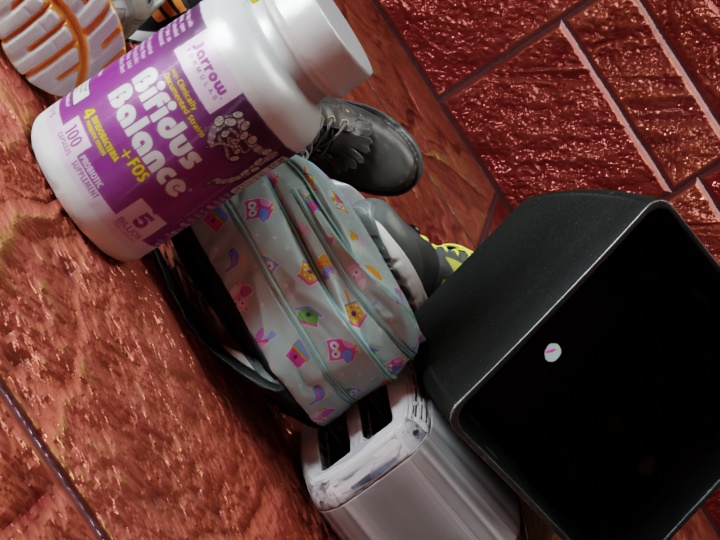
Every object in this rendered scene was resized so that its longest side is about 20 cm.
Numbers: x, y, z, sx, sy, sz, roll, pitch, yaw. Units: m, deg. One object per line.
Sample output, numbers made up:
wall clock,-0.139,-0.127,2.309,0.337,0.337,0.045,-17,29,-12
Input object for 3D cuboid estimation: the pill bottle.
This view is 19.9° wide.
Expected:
pill bottle,-0.096,-0.102,1.281,0.112,0.200,0.112,54,10,-15

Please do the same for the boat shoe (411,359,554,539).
boat shoe,0.074,0.132,1.540,0.200,0.073,0.063,51,5,-13

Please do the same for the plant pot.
plant pot,0.147,0.059,1.413,0.200,0.200,0.177,46,-4,-30

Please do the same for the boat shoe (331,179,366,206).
boat shoe,0.000,0.000,1.557,0.068,0.072,0.200,23,-19,51

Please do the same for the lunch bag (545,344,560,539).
lunch bag,0.156,0.142,1.828,0.122,0.170,0.200,57,7,-34

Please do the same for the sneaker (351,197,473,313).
sneaker,0.048,0.006,1.515,0.074,0.085,0.200,16,-29,41

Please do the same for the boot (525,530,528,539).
boot,0.114,0.281,1.471,0.151,0.073,0.201,62,17,-53

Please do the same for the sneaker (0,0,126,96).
sneaker,-0.222,-0.196,1.334,0.200,0.078,0.077,52,7,-26

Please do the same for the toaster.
toaster,0.032,0.148,1.398,0.129,0.114,0.200,50,10,-17

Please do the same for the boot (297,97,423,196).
boot,-0.045,-0.103,1.583,0.200,0.069,0.174,29,13,-3

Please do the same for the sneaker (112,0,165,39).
sneaker,-0.192,-0.203,1.466,0.075,0.087,0.200,59,11,2

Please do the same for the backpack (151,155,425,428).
backpack,-0.049,0.004,1.384,0.200,0.126,0.167,57,11,25

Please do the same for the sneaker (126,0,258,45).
sneaker,-0.125,-0.212,1.575,0.070,0.090,0.200,-4,17,-38

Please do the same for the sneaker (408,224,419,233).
sneaker,0.054,0.033,1.663,0.074,0.088,0.200,-4,38,-27
